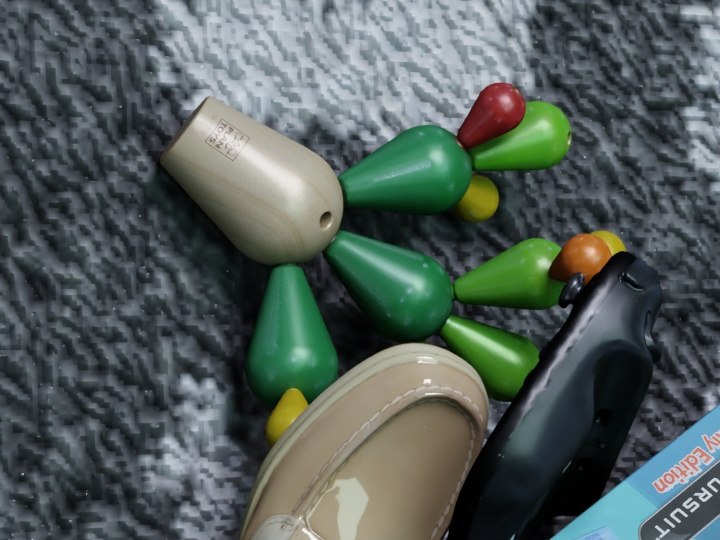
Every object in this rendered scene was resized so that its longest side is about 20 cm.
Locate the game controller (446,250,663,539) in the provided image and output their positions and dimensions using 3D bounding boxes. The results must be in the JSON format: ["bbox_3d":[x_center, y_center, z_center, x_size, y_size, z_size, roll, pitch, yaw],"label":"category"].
[{"bbox_3d":[0.062,0.067,0.801,0.042,0.200,0.104,40,72,14],"label":"game controller"}]

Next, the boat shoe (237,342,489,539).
[{"bbox_3d":[-0.015,0.118,0.774,0.071,0.065,0.200,26,104,-23],"label":"boat shoe"}]

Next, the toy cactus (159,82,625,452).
[{"bbox_3d":[0.000,0.000,0.830,0.165,0.102,0.200,37,81,-10],"label":"toy cactus"}]

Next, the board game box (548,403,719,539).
[{"bbox_3d":[0.133,0.117,0.857,0.200,0.047,0.151,-35,147,-25],"label":"board game box"}]
